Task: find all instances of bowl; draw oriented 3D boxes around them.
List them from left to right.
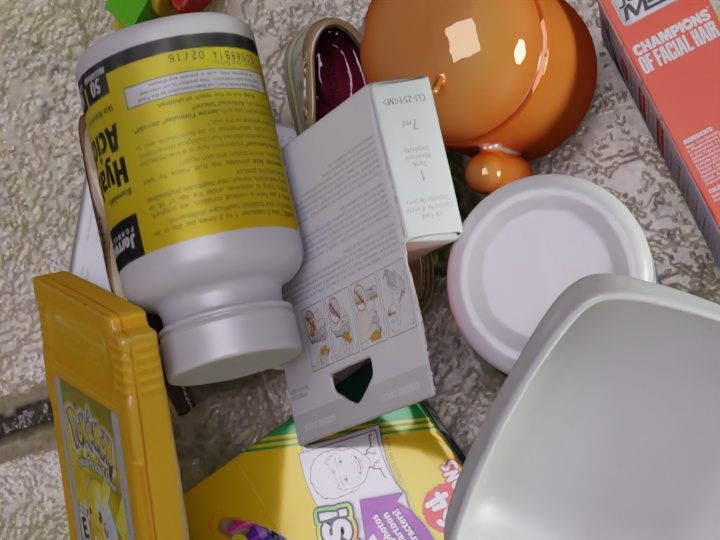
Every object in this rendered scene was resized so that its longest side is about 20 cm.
[{"bbox_3d":[0.151,0.098,1.087,0.199,0.075,0.201,19,112,-18],"label":"bowl"}]

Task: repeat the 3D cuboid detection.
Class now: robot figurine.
[{"bbox_3d":[0.071,-0.129,1.234,0.116,0.200,0.145,27,97,24],"label":"robot figurine"}]

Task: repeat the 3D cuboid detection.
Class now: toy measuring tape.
[{"bbox_3d":[-0.106,-0.231,1.333,0.073,0.073,0.201,41,120,14],"label":"toy measuring tape"}]

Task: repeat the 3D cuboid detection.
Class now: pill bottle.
[{"bbox_3d":[-0.095,-0.040,1.205,0.110,0.111,0.202,-16,79,8],"label":"pill bottle"},{"bbox_3d":[0.119,0.016,1.206,0.115,0.200,0.117,-1,82,11],"label":"pill bottle"}]

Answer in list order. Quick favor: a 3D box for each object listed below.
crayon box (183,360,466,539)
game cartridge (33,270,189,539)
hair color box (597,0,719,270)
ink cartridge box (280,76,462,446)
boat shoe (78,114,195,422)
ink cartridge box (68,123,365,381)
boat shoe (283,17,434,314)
[{"bbox_3d":[0.005,0.182,1.274,0.172,0.058,0.201,-35,77,4],"label":"crayon box"},{"bbox_3d":[-0.149,0.111,1.231,0.032,0.176,0.202,-14,103,-22],"label":"game cartridge"},{"bbox_3d":[0.214,-0.085,1.250,0.064,0.111,0.201,-27,78,4],"label":"hair color box"},{"bbox_3d":[0.000,0.000,1.194,0.043,0.200,0.175,-9,82,-26],"label":"ink cartridge box"},{"bbox_3d":[-0.122,-0.008,1.278,0.071,0.072,0.202,-13,78,-4],"label":"boat shoe"},{"bbox_3d":[-0.086,-0.018,1.339,0.198,0.047,0.161,9,82,-5],"label":"ink cartridge box"},{"bbox_3d":[-0.001,-0.064,1.296,0.074,0.066,0.201,-19,86,-11],"label":"boat shoe"}]
